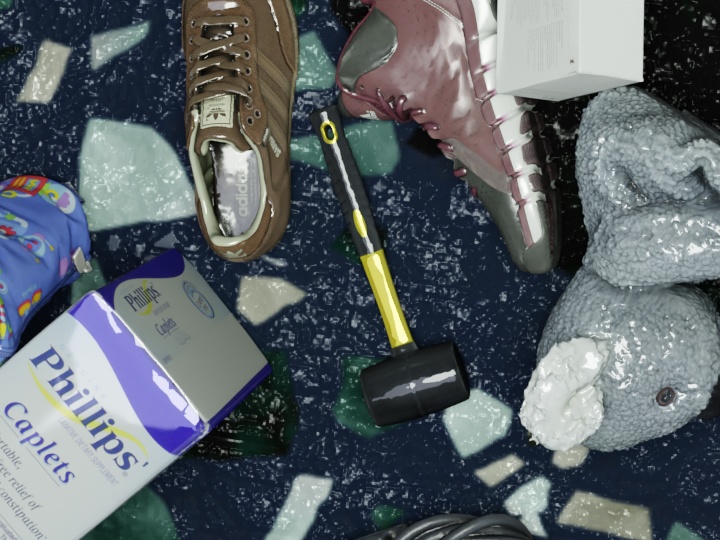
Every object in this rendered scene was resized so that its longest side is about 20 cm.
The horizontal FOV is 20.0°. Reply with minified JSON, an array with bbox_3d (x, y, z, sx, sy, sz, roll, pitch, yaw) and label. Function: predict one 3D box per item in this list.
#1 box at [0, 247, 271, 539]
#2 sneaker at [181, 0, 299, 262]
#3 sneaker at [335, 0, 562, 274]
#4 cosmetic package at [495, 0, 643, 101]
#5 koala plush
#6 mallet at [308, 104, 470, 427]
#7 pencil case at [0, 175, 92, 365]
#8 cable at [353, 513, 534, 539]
[{"bbox_3d":[-0.172,0.097,1.219,0.200,0.184,0.105,-40,91,12],"label":"box"},{"bbox_3d":[-0.073,-0.105,1.228,0.070,0.076,0.201,-5,98,9],"label":"sneaker"},{"bbox_3d":[0.048,-0.086,1.223,0.115,0.076,0.201,-15,86,15],"label":"sneaker"},{"bbox_3d":[0.120,-0.202,1.154,0.050,0.082,0.201,5,84,-29],"label":"cosmetic package"},{"bbox_3d":[0.168,0.017,1.174,0.183,0.177,0.201,34,103,14],"label":"koala plush"},{"bbox_3d":[0.000,0.000,1.257,0.066,0.041,0.201,-26,90,8],"label":"mallet"},{"bbox_3d":[-0.219,0.005,1.208,0.086,0.200,0.078,20,110,2],"label":"pencil case"},{"bbox_3d":[0.049,0.234,1.277,0.199,0.051,0.164,-19,96,10],"label":"cable"}]
